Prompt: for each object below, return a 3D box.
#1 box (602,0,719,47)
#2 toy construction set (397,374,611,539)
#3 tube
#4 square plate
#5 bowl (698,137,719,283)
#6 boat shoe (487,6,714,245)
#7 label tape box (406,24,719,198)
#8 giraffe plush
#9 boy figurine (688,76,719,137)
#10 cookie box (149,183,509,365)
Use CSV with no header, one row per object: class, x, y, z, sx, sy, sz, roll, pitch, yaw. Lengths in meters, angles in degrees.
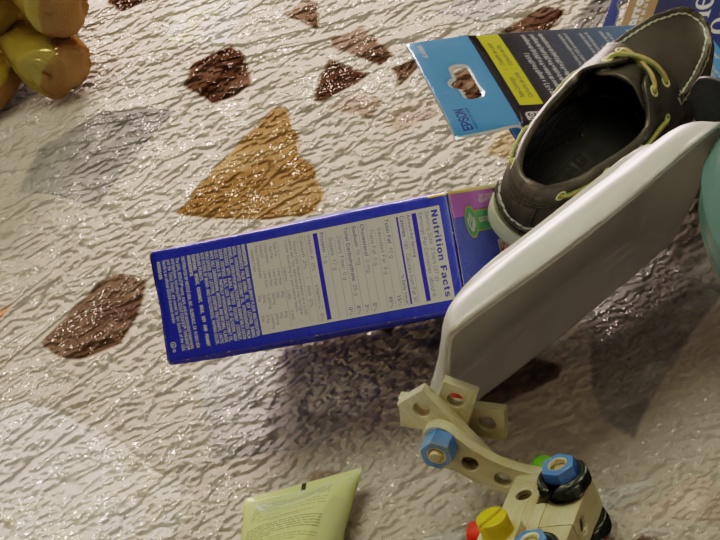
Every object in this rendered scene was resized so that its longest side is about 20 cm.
box,0.247,-0.191,1.857,0.200,0.032,0.121,0,59,38
toy construction set,0.058,0.149,1.482,0.131,0.092,0.200,-9,46,27
tube,-0.043,0.180,1.548,0.058,0.052,0.200,19,32,-6
square plate,0.114,0.001,1.576,0.198,0.200,0.028,-38,76,-14
bowl,0.260,-0.025,1.508,0.105,0.201,0.201,-32,26,31
boat shoe,0.151,-0.092,1.618,0.072,0.061,0.201,35,61,12
label tape box,0.140,-0.097,1.728,0.200,0.066,0.143,-6,29,-10
giraffe plush,-0.294,-0.236,2.250,0.200,0.173,0.162,7,30,18
boy figurine,0.277,-0.094,1.656,0.200,0.124,0.064,-16,29,-41
cookie box,0.000,0.000,1.678,0.200,0.075,0.171,-11,0,23
